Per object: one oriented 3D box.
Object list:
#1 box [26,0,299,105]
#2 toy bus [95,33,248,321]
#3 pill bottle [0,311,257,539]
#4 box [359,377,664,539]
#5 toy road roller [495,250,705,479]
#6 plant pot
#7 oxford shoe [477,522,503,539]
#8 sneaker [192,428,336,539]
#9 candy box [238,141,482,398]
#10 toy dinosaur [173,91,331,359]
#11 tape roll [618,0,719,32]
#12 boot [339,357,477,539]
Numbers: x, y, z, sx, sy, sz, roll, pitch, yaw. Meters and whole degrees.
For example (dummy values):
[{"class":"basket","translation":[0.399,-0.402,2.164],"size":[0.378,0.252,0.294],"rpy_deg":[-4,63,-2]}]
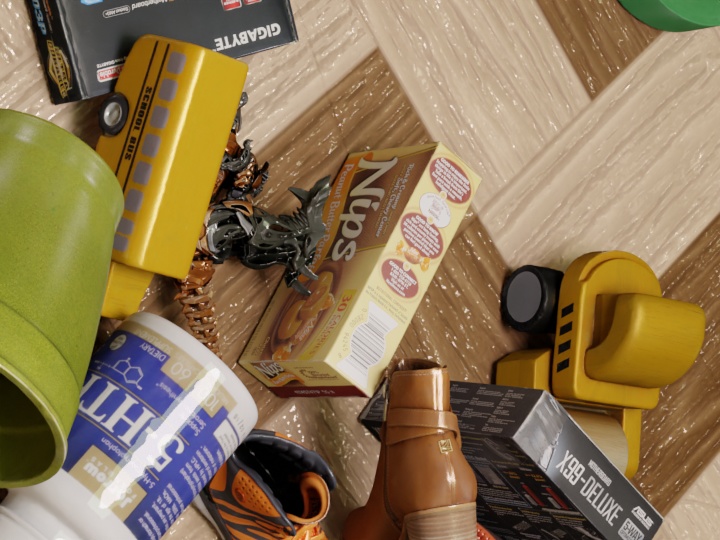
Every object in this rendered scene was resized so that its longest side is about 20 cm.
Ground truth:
[{"class":"box","translation":[-0.151,-0.220,1.593],"size":[0.200,0.046,0.159],"rpy_deg":[-19,100,-36]},{"class":"toy bus","translation":[-0.148,-0.062,1.542],"size":[0.065,0.078,0.200],"rpy_deg":[16,91,-51]},{"class":"pill bottle","translation":[-0.176,0.138,1.507],"size":[0.200,0.120,0.120],"rpy_deg":[-50,116,-19]},{"class":"box","translation":[0.113,0.152,1.680],"size":[0.158,0.200,0.050],"rpy_deg":[47,66,-25]},{"class":"toy road roller","translation":[0.199,0.083,1.781],"size":[0.123,0.146,0.200],"rpy_deg":[10,82,-36]},{"class":"plant pot","translation":[-0.248,0.005,1.424],"size":[0.200,0.200,0.193],"rpy_deg":[42,53,-28]},{"class":"oxford shoe","translation":[0.111,0.251,1.726],"size":[0.200,0.071,0.073],"rpy_deg":[44,18,14]},{"class":"sneaker","translation":[-0.051,0.195,1.608],"size":[0.078,0.112,0.200],"rpy_deg":[-50,116,-27]},{"class":"candy box","translation":[0.000,0.000,1.654],"size":[0.055,0.115,0.200],"rpy_deg":[41,65,-29]},{"class":"toy dinosaur","translation":[-0.096,-0.033,1.611],"size":[0.136,0.102,0.200],"rpy_deg":[7,98,-7]},{"class":"tape roll","translation":[0.286,-0.312,1.929],"size":[0.200,0.048,0.201],"rpy_deg":[2,87,-37]},{"class":"boot","translation":[0.034,0.142,1.623],"size":[0.074,0.200,0.155],"rpy_deg":[-8,91,-25]}]
